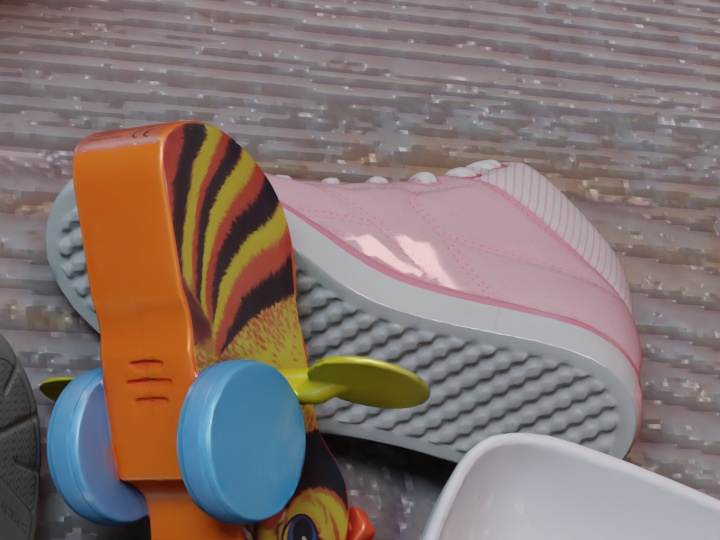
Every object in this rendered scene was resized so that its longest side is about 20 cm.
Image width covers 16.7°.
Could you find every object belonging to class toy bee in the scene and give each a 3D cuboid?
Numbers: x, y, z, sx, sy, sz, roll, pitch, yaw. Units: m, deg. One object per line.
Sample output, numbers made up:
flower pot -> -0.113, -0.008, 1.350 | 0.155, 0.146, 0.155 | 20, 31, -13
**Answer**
toy bee -> -0.044, 0.057, 0.745 | 0.131, 0.200, 0.109 | 21, 11, 33

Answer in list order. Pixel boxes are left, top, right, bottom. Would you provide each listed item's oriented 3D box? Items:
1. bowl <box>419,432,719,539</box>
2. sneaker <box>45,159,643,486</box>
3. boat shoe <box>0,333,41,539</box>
bowl -> 0.086, 0.167, 0.737 | 0.200, 0.075, 0.200 | 25, 51, -7
sneaker -> 0.000, 0.000, 0.817 | 0.200, 0.075, 0.105 | 19, 33, 0
boat shoe -> -0.136, 0.107, 0.683 | 0.065, 0.074, 0.202 | -6, 56, 15
